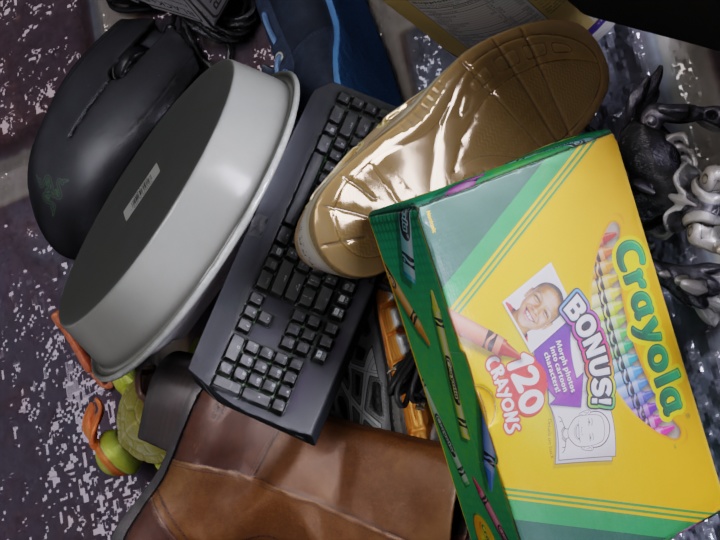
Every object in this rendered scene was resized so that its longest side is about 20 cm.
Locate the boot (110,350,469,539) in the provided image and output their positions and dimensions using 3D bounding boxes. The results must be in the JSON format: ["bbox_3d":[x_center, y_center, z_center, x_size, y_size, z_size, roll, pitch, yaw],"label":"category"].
[{"bbox_3d":[-0.034,0.157,0.992,0.198,0.068,0.190,19,99,25],"label":"boot"}]

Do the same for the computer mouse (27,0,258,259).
[{"bbox_3d":[-0.160,-0.106,1.164,0.138,0.053,0.202,22,89,30],"label":"computer mouse"}]

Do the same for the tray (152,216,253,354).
[{"bbox_3d":[-0.098,-0.018,1.067,0.108,0.022,0.200,-54,18,8],"label":"tray"}]

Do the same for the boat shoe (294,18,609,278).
[{"bbox_3d":[0.043,-0.065,0.960,0.199,0.069,0.074,-34,99,-22],"label":"boat shoe"}]

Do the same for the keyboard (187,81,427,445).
[{"bbox_3d":[0.000,0.000,0.969,0.126,0.021,0.201,24,63,-3],"label":"keyboard"}]

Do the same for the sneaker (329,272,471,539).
[{"bbox_3d":[0.013,0.064,1.018,0.077,0.078,0.202,-18,69,31],"label":"sneaker"}]

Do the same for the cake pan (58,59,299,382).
[{"bbox_3d":[-0.105,-0.034,1.013,0.201,0.037,0.201,-49,19,24],"label":"cake pan"}]

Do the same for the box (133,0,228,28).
[{"bbox_3d":[-0.100,-0.263,1.145,0.116,0.060,0.201,23,79,31],"label":"box"}]

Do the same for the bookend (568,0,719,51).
[{"bbox_3d":[0.195,-0.148,0.902,0.197,0.199,0.093,21,88,34],"label":"bookend"}]

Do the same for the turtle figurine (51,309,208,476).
[{"bbox_3d":[-0.108,0.069,1.086,0.161,0.064,0.201,-38,63,15],"label":"turtle figurine"}]

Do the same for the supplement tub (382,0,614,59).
[{"bbox_3d":[0.057,-0.200,0.984,0.144,0.200,0.147,-7,74,27],"label":"supplement tub"}]

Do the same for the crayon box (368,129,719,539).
[{"bbox_3d":[0.093,0.046,0.908,0.058,0.118,0.202,-5,105,65],"label":"crayon box"}]

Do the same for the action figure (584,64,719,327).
[{"bbox_3d":[0.185,-0.029,0.936,0.200,0.101,0.120,33,104,56],"label":"action figure"}]

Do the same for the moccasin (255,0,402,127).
[{"bbox_3d":[-0.022,-0.115,1.088,0.068,0.080,0.202,-29,52,24],"label":"moccasin"}]
